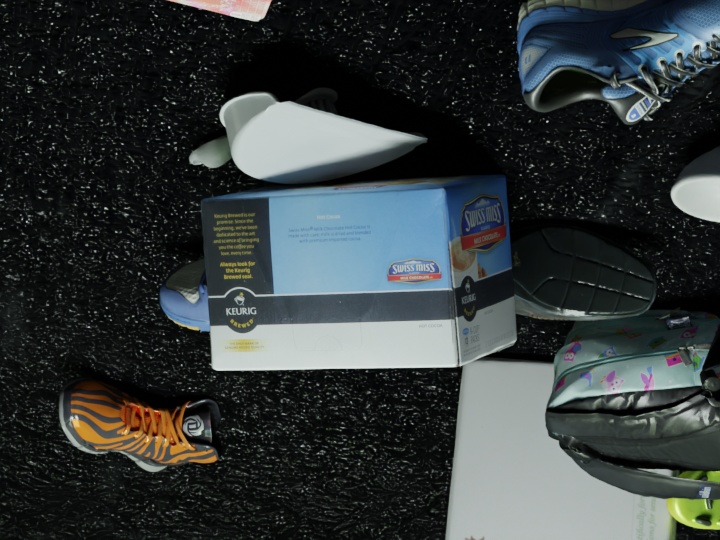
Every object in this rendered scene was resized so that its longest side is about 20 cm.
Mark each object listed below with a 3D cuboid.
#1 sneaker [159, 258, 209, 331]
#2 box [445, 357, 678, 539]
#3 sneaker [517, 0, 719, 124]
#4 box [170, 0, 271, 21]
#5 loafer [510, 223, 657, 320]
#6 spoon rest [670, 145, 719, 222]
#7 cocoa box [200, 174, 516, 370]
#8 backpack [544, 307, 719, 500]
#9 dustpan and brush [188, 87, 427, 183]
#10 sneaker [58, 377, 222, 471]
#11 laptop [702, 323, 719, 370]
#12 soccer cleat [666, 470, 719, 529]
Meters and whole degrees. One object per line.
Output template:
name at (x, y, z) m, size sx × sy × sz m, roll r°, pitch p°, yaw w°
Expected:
sneaker at (-0.083, -0.006, 1.743) m, size 0.200 × 0.075 × 0.088 m, roll -9°, pitch 140°, yaw 22°
box at (0.188, 0.202, 1.931) m, size 0.199 × 0.199 × 0.171 m, roll 2°, pitch 155°, yaw 12°
sneaker at (0.188, -0.131, 1.318) m, size 0.200 × 0.089 × 0.079 m, roll -7°, pitch 153°, yaw 32°
box at (-0.079, -0.213, 1.160) m, size 0.094 × 0.103 × 0.200 m, roll 12°, pitch 173°, yaw -6°
loafer at (0.137, 0.003, 1.677) m, size 0.200 × 0.073 × 0.072 m, roll 12°, pitch 167°, yaw 18°
spoon rest at (0.274, -0.072, 1.456) m, size 0.099 × 0.061 × 0.200 m, roll 8°, pitch 156°, yaw -3°
cocoa box at (0.000, 0.000, 1.581) m, size 0.199 × 0.132 × 0.133 m, roll -2°, pitch -175°, yaw 24°
backpack at (0.256, 0.106, 1.780) m, size 0.200 × 0.127 × 0.167 m, roll -4°, pitch 136°, yaw 27°
dustpan and brush at (-0.064, -0.095, 1.553) m, size 0.139 × 0.057 × 0.200 m, roll 12°, pitch 153°, yaw -38°
sneaker at (-0.207, 0.147, 2.128) m, size 0.112 × 0.078 × 0.200 m, roll -10°, pitch 161°, yaw 29°
laptop at (0.366, 0.006, 1.474) m, size 0.200 × 0.116 × 0.187 m, roll 11°, pitch 158°, yaw -37°
soccer cleat at (0.332, 0.175, 1.877) m, size 0.200 × 0.065 × 0.084 m, roll -23°, pitch -162°, yaw -35°
